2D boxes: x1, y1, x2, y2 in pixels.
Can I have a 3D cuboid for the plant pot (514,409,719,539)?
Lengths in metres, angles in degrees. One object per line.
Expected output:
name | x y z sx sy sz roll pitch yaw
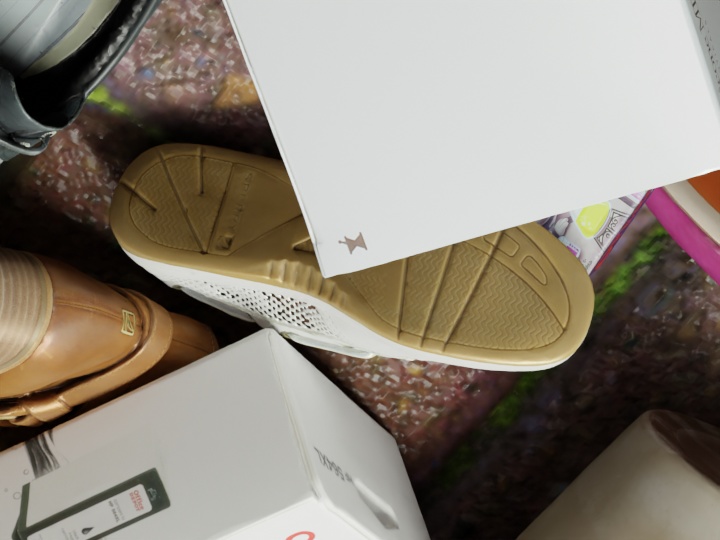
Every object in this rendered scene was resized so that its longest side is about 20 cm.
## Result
plant pot | 0.127 0.161 1.029 0.199 0.200 0.174 25 102 -16

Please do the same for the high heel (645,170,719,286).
high heel | 0.162 0.010 1.024 0.200 0.068 0.096 41 143 -8

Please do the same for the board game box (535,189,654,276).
board game box | 0.092 -0.106 0.937 0.120 0.032 0.200 38 118 10

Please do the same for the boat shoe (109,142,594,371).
boat shoe | 0.000 0.000 0.986 0.199 0.071 0.069 17 159 17

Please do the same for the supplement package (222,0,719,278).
supplement package | 0.035 -0.123 0.862 0.155 0.111 0.201 -15 107 19

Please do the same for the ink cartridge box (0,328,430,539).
ink cartridge box | -0.085 0.120 1.033 0.199 0.085 0.146 -25 150 12

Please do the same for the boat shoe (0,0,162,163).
boat shoe | -0.127 -0.080 0.920 0.199 0.066 0.074 -45 138 3

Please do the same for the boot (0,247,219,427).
boot | -0.171 0.038 1.019 0.199 0.074 0.154 -8 164 43
